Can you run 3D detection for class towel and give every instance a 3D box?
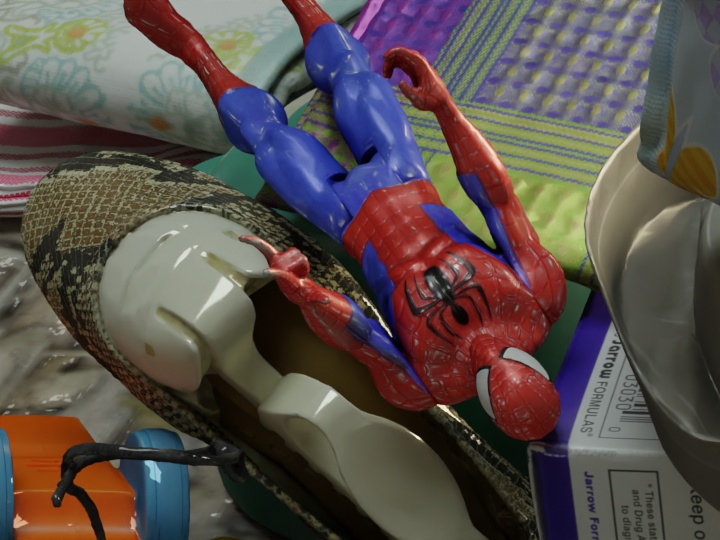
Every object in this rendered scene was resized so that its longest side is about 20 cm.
[{"bbox_3d":[-0.104,-0.076,1.122,0.146,0.030,0.200,0,29,16],"label":"towel"},{"bbox_3d":[0.072,-0.079,0.777,0.144,0.023,0.200,14,59,31],"label":"towel"},{"bbox_3d":[-0.053,-0.107,1.101,0.171,0.048,0.200,10,31,33],"label":"towel"}]

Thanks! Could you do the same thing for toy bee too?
[{"bbox_3d":[-0.089,0.096,0.729,0.131,0.109,0.200,3,-1,5],"label":"toy bee"}]

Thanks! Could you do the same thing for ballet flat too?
[{"bbox_3d":[-0.016,0.034,0.735,0.068,0.200,0.075,-48,-4,-1],"label":"ballet flat"}]

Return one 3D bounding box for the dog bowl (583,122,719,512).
[{"bbox_3d":[0.156,0.004,0.642,0.200,0.059,0.200,-6,29,4],"label":"dog bowl"}]

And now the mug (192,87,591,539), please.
[{"bbox_3d":[0.005,0.004,0.842,0.185,0.115,0.152,-7,27,4],"label":"mug"}]

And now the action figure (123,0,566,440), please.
[{"bbox_3d":[-0.009,-0.036,0.700,0.065,0.099,0.200,-36,54,1],"label":"action figure"}]

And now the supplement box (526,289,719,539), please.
[{"bbox_3d":[0.157,0.063,0.698,0.200,0.103,0.101,0,29,19],"label":"supplement box"}]

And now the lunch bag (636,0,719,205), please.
[{"bbox_3d":[0.185,-0.067,0.577,0.200,0.127,0.170,-17,31,-26],"label":"lunch bag"}]
